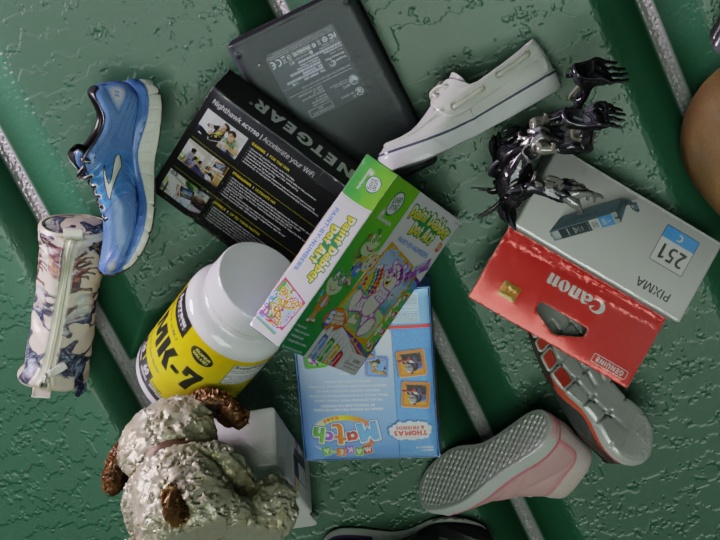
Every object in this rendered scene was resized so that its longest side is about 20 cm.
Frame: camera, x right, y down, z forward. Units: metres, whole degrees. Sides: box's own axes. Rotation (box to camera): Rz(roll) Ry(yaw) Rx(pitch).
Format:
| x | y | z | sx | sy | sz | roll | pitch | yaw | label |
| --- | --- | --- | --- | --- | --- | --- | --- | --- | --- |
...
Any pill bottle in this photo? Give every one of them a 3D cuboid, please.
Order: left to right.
| x | y | z | sx | sy | sz | roll | pitch | yaw | label |
| --- | --- | --- | --- | --- | --- | --- | --- | --- | --- |
| -0.143 | 0.063 | 1.624 | 0.114 | 0.115 | 0.200 | 33 | 136 | -8 | pill bottle |

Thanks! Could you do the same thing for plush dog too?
| x | y | z | sx | sy | sz | roll | pitch | yaw | label |
| --- | --- | --- | --- | --- | --- | --- | --- | --- | --- |
| -0.183 | 0.201 | 1.564 | 0.199 | 0.172 | 0.161 | -28 | 139 | 2 | plush dog |

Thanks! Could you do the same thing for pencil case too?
| x | y | z | sx | sy | sz | roll | pitch | yaw | label |
| --- | --- | --- | --- | --- | --- | --- | --- | --- | --- |
| -0.313 | 0.034 | 1.677 | 0.077 | 0.090 | 0.201 | 7 | 112 | -14 | pencil case |

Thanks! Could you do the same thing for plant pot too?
| x | y | z | sx | sy | sz | roll | pitch | yaw | label |
| --- | --- | --- | --- | --- | --- | --- | --- | --- | --- |
| 0.409 | -0.089 | 1.494 | 0.185 | 0.200 | 0.187 | 1 | 119 | 2 | plant pot |

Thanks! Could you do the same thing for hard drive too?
| x | y | z | sx | sy | sz | roll | pitch | yaw | label |
| --- | --- | --- | --- | --- | --- | --- | --- | --- | --- |
| -0.027 | -0.169 | 1.601 | 0.139 | 0.033 | 0.201 | -24 | 108 | 13 | hard drive |

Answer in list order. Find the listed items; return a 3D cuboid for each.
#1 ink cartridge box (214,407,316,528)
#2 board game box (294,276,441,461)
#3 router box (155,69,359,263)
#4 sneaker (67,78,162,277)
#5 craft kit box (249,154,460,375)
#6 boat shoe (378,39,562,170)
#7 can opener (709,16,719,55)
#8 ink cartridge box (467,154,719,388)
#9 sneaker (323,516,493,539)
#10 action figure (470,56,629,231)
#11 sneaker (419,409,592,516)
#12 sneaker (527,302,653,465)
| x | y | z | sx | sy | sz | roll | pitch | yaw | label |
| --- | --- | --- | --- | --- | --- | --- | --- | --- | --- |
| -0.122 | 0.222 | 1.717 | 0.116 | 0.068 | 0.200 | -9 | 151 | 8 | ink cartridge box |
| 0.007 | 0.108 | 1.707 | 0.150 | 0.037 | 0.201 | -2 | 110 | 6 | board game box |
| -0.094 | -0.084 | 1.604 | 0.200 | 0.051 | 0.149 | 36 | 125 | -3 | router box |
| -0.255 | -0.094 | 1.602 | 0.089 | 0.078 | 0.201 | 2 | 92 | -22 | sneaker |
| 0.000 | 0.000 | 1.558 | 0.048 | 0.200 | 0.198 | 33 | 93 | 24 | craft kit box |
| 0.100 | -0.163 | 1.560 | 0.199 | 0.072 | 0.066 | -28 | 94 | 0 | boat shoe |
| 0.408 | -0.287 | 1.506 | 0.067 | 0.053 | 0.201 | 24 | 113 | -4 | can opener |
| 0.238 | 0.000 | 1.611 | 0.199 | 0.045 | 0.177 | 29 | 90 | -7 | ink cartridge box |
| 0.051 | 0.332 | 1.765 | 0.199 | 0.088 | 0.076 | -8 | 111 | 8 | sneaker |
| 0.187 | -0.109 | 1.519 | 0.102 | 0.119 | 0.200 | 14 | 145 | -21 | action figure |
| 0.163 | 0.225 | 1.719 | 0.104 | 0.076 | 0.200 | 30 | 132 | -35 | sneaker |
| 0.226 | 0.125 | 1.674 | 0.077 | 0.082 | 0.201 | -28 | 85 | -26 | sneaker |
